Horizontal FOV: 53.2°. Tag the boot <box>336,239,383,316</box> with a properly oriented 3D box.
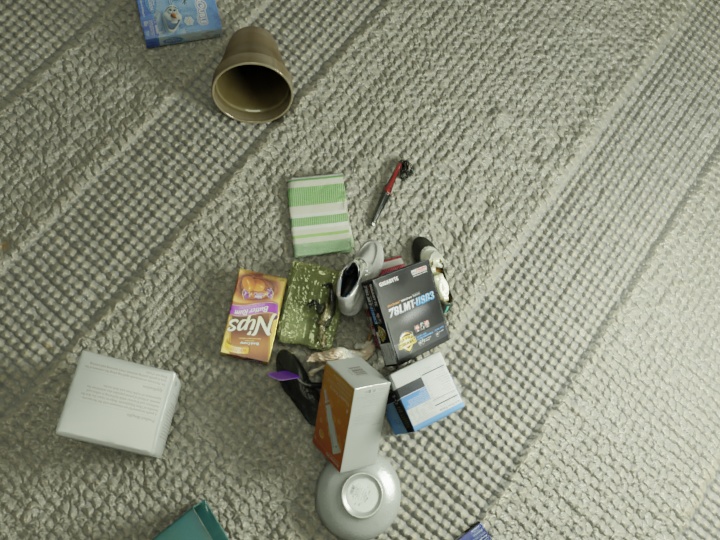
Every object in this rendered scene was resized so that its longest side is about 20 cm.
[{"bbox_3d":[0.000,0.000,1.655,0.072,0.096,0.202,14,66,14],"label":"boot"}]

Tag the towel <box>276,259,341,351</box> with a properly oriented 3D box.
[{"bbox_3d":[-0.113,0.084,1.693,0.146,0.036,0.203,15,73,-16],"label":"towel"}]

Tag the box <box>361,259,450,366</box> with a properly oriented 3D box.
[{"bbox_3d":[0.109,0.095,1.661,0.198,0.049,0.202,-18,94,-43],"label":"box"}]

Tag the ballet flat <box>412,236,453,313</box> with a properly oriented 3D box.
[{"bbox_3d":[0.184,0.003,1.752,0.067,0.068,0.203,-16,78,-19],"label":"ballet flat"}]

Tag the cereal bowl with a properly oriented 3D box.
[{"bbox_3d":[-0.001,0.496,1.589,0.196,0.083,0.204,2,76,-9],"label":"cereal bowl"}]

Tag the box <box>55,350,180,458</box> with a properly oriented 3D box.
[{"bbox_3d":[-0.495,0.286,1.505,0.196,0.200,0.174,14,72,-5],"label":"box"}]

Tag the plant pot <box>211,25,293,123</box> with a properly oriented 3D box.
[{"bbox_3d":[-0.265,-0.494,1.762,0.196,0.201,0.176,-1,60,-9],"label":"plant pot"}]

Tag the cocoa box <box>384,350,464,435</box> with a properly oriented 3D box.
[{"bbox_3d":[0.125,0.278,1.603,0.132,0.200,0.133,-23,80,-15],"label":"cocoa box"}]

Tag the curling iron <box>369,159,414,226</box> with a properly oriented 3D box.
[{"bbox_3d":[0.077,-0.197,1.809,0.049,0.026,0.202,31,73,3],"label":"curling iron"}]

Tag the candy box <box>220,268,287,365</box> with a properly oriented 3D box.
[{"bbox_3d":[-0.246,0.107,1.666,0.115,0.056,0.203,12,75,-6],"label":"candy box"}]

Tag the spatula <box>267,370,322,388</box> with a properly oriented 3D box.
[{"bbox_3d":[-0.124,0.245,1.594,0.199,0.056,0.021,25,82,-47],"label":"spatula"}]

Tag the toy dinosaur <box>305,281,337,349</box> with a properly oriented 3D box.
[{"bbox_3d":[-0.076,0.075,1.655,0.047,0.088,0.202,7,63,30],"label":"toy dinosaur"}]

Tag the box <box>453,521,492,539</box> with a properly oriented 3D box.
[{"bbox_3d":[0.275,0.685,1.608,0.120,0.032,0.202,-31,81,-15],"label":"box"}]

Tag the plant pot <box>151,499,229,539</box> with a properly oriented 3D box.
[{"bbox_3d":[-0.378,0.599,1.479,0.199,0.141,0.142,-34,82,-8],"label":"plant pot"}]

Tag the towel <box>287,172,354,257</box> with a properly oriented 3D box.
[{"bbox_3d":[-0.101,-0.137,1.769,0.150,0.023,0.204,-6,78,-10],"label":"towel"}]

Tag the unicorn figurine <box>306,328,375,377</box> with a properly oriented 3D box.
[{"bbox_3d":[-0.041,0.201,1.644,0.136,0.200,0.075,-26,85,13],"label":"unicorn figurine"}]

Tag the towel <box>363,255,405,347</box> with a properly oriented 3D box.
[{"bbox_3d":[0.072,0.072,1.728,0.142,0.023,0.203,-14,77,-25],"label":"towel"}]

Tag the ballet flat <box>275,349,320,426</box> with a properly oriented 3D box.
[{"bbox_3d":[-0.135,0.272,1.652,0.066,0.057,0.202,-35,77,12],"label":"ballet flat"}]

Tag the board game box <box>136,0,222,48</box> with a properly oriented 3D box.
[{"bbox_3d":[-0.470,-0.683,1.842,0.196,0.043,0.203,-13,78,-13],"label":"board game box"}]

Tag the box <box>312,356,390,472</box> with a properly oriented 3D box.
[{"bbox_3d":[-0.022,0.309,1.554,0.096,0.124,0.203,-3,112,-34],"label":"box"}]
